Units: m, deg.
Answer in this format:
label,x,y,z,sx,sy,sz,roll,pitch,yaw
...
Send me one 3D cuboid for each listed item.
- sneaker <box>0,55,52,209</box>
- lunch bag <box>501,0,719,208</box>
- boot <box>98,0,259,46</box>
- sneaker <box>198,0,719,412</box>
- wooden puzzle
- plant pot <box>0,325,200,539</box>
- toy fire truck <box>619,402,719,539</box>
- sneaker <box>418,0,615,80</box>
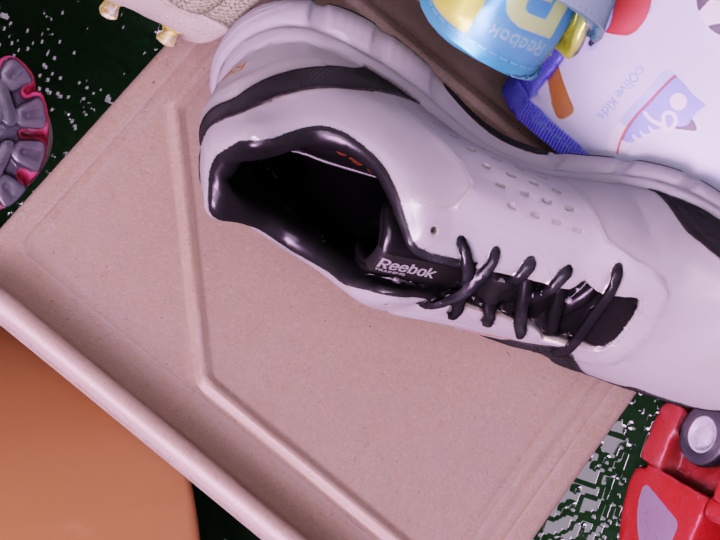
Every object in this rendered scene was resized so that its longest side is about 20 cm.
label,x,y,z,sx,sy,sz,roll,pitch,yaw
sneaker,-0.197,-0.041,0.831,0.199,0.075,0.081,6,89,-5
lunch bag,0.168,-0.067,0.828,0.200,0.124,0.170,31,110,-17
boot,-0.114,-0.111,0.794,0.154,0.200,0.072,20,61,-38
sneaker,0.039,-0.003,0.775,0.200,0.080,0.074,25,122,-2
wooden puzzle,0.000,0.000,0.831,0.185,0.037,0.200,40,58,-1
plant pot,-0.131,0.090,0.838,0.140,0.200,0.201,-7,95,-16
toy fire truck,0.150,0.138,0.846,0.049,0.200,0.141,17,98,-43
sneaker,0.076,-0.123,0.744,0.079,0.200,0.131,22,69,-24
